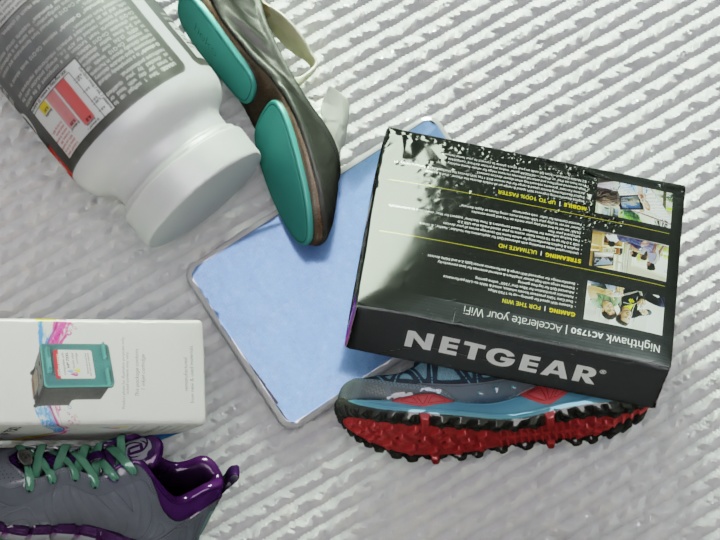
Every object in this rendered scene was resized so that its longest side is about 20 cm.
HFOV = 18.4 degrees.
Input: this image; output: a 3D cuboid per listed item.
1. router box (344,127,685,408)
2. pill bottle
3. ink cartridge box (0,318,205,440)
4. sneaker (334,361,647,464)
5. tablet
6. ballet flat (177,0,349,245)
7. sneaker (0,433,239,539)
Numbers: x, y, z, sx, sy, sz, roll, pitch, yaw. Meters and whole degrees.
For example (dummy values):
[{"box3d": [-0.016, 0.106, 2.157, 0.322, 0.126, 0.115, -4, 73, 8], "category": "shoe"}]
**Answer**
[{"box3d": [0.100, -0.004, 1.406, 0.200, 0.051, 0.149, 11, 52, 0], "category": "router box"}, {"box3d": [-0.162, -0.120, 1.433, 0.116, 0.116, 0.200, -38, 82, -7], "category": "pill bottle"}, {"box3d": [-0.206, 0.069, 1.371, 0.200, 0.116, 0.067, 1, 80, -19], "category": "ink cartridge box"}, {"box3d": [0.080, 0.067, 1.436, 0.200, 0.079, 0.096, -4, 63, -6], "category": "sneaker"}, {"box3d": [0.000, 0.000, 1.466, 0.200, 0.014, 0.130, -33, 82, -7], "category": "tablet"}, {"box3d": [-0.048, -0.113, 1.458, 0.068, 0.068, 0.200, -21, 77, -26], "category": "ballet flat"}, {"box3d": [-0.174, 0.122, 1.366, 0.200, 0.074, 0.088, 18, 119, -34], "category": "sneaker"}]
